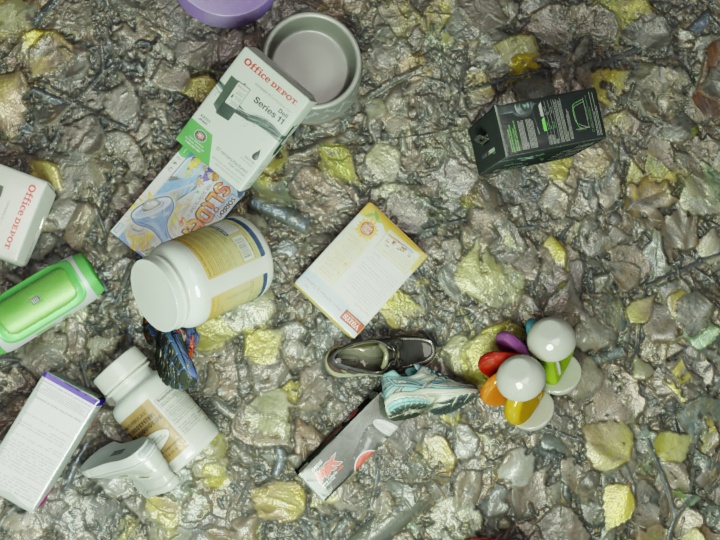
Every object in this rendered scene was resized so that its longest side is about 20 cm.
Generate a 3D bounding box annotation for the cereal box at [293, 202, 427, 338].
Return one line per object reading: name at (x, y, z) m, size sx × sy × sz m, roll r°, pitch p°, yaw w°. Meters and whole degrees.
cereal box at (0.000, 0.000, 1.703) m, size 0.144 × 0.040 × 0.200 m, roll 44°, pitch 80°, yaw -2°

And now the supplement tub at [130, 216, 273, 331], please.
supplement tub at (-0.255, 0.006, 1.574) m, size 0.200 × 0.144 × 0.145 m, roll -26°, pitch 89°, yaw -41°

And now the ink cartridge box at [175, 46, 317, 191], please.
ink cartridge box at (-0.192, -0.257, 1.645) m, size 0.146 × 0.083 × 0.200 m, roll 39°, pitch 100°, yaw -2°

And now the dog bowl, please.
dog bowl at (-0.088, -0.364, 1.717) m, size 0.199 × 0.059 × 0.201 m, roll 1°, pitch 84°, yaw -10°

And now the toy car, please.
toy car at (0.286, 0.166, 1.686) m, size 0.150 × 0.175 × 0.200 m, roll 30°, pitch 69°, yaw 34°

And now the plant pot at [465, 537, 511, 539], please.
plant pot at (0.221, 0.540, 1.611) m, size 0.199 × 0.182 × 0.202 m, roll 1°, pitch 85°, yaw -9°

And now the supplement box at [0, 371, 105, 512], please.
supplement box at (-0.509, 0.272, 1.562) m, size 0.103 × 0.101 × 0.201 m, roll 29°, pitch 80°, yaw -5°

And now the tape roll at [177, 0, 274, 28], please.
tape roll at (-0.237, -0.534, 1.707) m, size 0.199 × 0.066 × 0.201 m, roll 1°, pitch 84°, yaw -10°

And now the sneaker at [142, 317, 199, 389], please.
sneaker at (-0.295, 0.118, 1.582) m, size 0.078 × 0.200 × 0.076 m, roll 0°, pitch 125°, yaw -28°

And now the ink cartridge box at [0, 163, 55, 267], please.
ink cartridge box at (-0.624, -0.109, 1.591) m, size 0.199 × 0.084 × 0.147 m, roll 20°, pitch 81°, yaw -6°

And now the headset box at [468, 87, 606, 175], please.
headset box at (0.300, -0.240, 1.709) m, size 0.199 × 0.174 × 0.093 m, roll -12°, pitch 87°, yaw -9°

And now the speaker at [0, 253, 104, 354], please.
speaker at (-0.525, 0.054, 1.590) m, size 0.200 × 0.088 × 0.089 m, roll -33°, pitch 90°, yaw -11°

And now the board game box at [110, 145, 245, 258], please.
board game box at (-0.311, -0.099, 1.665) m, size 0.135 × 0.034 × 0.200 m, roll 38°, pitch 80°, yaw -4°

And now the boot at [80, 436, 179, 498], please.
boot at (-0.368, 0.326, 1.548) m, size 0.096 × 0.200 × 0.074 m, roll 54°, pitch 50°, yaw -16°

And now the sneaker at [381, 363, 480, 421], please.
sneaker at (0.122, 0.198, 1.665) m, size 0.199 × 0.078 × 0.087 m, roll 1°, pitch 57°, yaw -38°

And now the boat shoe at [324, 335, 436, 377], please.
boat shoe at (0.039, 0.150, 1.681) m, size 0.199 × 0.065 × 0.072 m, roll -3°, pitch 83°, yaw -10°

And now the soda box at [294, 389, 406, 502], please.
soda box at (-0.017, 0.298, 1.658) m, size 0.200 × 0.063 × 0.071 m, roll -44°, pitch 92°, yaw -10°

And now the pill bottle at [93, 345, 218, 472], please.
pill bottle at (-0.337, 0.227, 1.587) m, size 0.114 × 0.114 × 0.200 m, roll -41°, pitch 91°, yaw -11°
